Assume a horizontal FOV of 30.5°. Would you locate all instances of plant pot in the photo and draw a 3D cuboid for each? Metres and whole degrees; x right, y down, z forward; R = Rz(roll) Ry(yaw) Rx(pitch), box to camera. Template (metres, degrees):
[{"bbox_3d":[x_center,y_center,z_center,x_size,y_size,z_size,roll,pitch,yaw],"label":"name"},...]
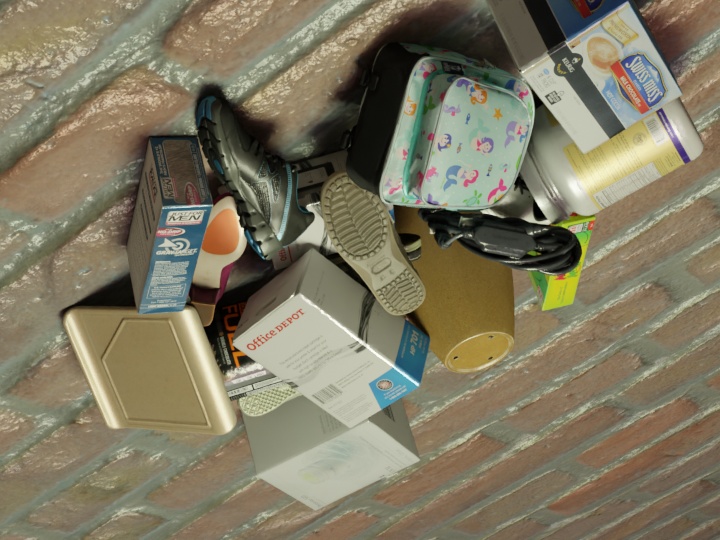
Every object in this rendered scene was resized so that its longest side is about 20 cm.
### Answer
[{"bbox_3d":[0.122,0.022,1.697,0.183,0.202,0.187,-12,147,-8],"label":"plant pot"}]

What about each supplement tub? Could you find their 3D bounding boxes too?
[{"bbox_3d":[0.289,-0.156,1.568,0.198,0.147,0.145,-29,146,16],"label":"supplement tub"},{"bbox_3d":[-0.151,0.103,1.750,0.197,0.124,0.123,-17,148,-3],"label":"supplement tub"}]

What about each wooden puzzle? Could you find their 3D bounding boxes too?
[{"bbox_3d":[-0.264,0.122,1.673,0.197,0.037,0.187,-3,119,27],"label":"wooden puzzle"}]

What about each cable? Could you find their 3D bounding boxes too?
[{"bbox_3d":[0.165,-0.036,1.541,0.197,0.163,0.052,7,98,-19],"label":"cable"}]

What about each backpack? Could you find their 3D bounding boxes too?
[{"bbox_3d":[0.102,-0.151,1.464,0.198,0.150,0.180,4,107,-43],"label":"backpack"}]

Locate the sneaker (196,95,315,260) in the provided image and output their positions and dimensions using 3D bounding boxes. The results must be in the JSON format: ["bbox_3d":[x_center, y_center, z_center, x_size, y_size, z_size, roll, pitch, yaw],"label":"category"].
[{"bbox_3d":[-0.118,-0.113,1.469,0.081,0.073,0.202,-31,123,-12],"label":"sneaker"}]

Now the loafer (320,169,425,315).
[{"bbox_3d":[0.008,-0.036,1.540,0.075,0.068,0.201,-28,119,1],"label":"loafer"}]

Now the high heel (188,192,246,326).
[{"bbox_3d":[-0.177,-0.034,1.598,0.066,0.097,0.201,15,129,-13],"label":"high heel"}]

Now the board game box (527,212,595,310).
[{"bbox_3d":[0.258,-0.046,1.755,0.047,0.103,0.201,-12,147,-8],"label":"board game box"}]

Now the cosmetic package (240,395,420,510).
[{"bbox_3d":[-0.044,0.253,2.029,0.198,0.124,0.199,-26,147,15],"label":"cosmetic package"}]

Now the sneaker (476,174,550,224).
[{"bbox_3d":[0.165,-0.105,1.623,0.079,0.075,0.199,-23,140,30],"label":"sneaker"}]

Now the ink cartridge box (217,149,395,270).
[{"bbox_3d":[-0.062,-0.071,1.589,0.197,0.069,0.117,-16,147,-4],"label":"ink cartridge box"}]

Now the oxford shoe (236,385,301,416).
[{"bbox_3d":[-0.089,0.149,1.918,0.198,0.076,0.058,-25,-170,-5],"label":"oxford shoe"}]

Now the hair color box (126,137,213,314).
[{"bbox_3d":[-0.221,-0.048,1.512,0.060,0.101,0.201,-3,145,-21],"label":"hair color box"}]

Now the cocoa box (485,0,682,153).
[{"bbox_3d":[0.239,-0.247,1.417,0.130,0.135,0.200,-30,146,16],"label":"cocoa box"}]

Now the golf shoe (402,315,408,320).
[{"bbox_3d":[0.028,0.059,1.831,0.072,0.092,0.200,-36,169,-10],"label":"golf shoe"}]

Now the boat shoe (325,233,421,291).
[{"bbox_3d":[-0.001,0.000,1.665,0.199,0.067,0.071,-11,-171,36],"label":"boat shoe"}]

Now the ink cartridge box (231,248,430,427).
[{"bbox_3d":[-0.035,0.087,1.629,0.199,0.087,0.146,38,133,-19],"label":"ink cartridge box"}]
